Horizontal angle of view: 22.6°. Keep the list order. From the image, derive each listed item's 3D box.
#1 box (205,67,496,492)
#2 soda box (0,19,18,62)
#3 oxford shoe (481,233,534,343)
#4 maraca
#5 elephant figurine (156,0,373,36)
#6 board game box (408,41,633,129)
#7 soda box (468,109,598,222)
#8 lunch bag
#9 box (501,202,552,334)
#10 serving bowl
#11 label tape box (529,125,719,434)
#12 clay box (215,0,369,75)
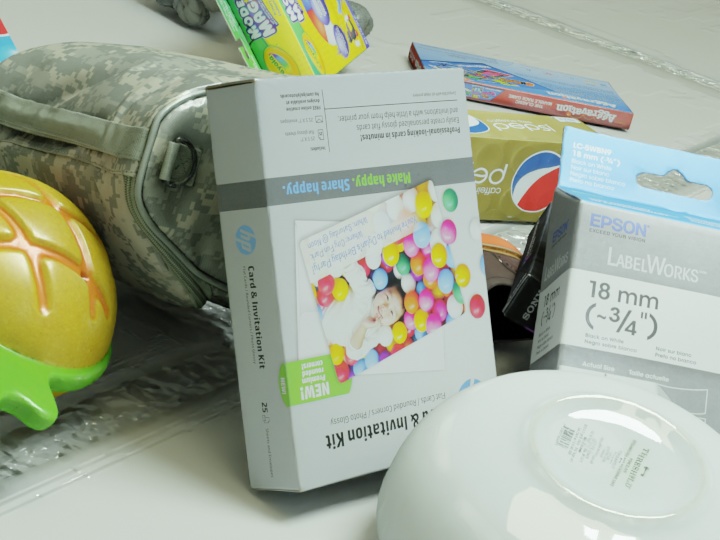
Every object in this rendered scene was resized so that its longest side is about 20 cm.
[{"bbox_3d":[0.000,0.000,0.923,0.041,0.201,0.156,-2,4,44],"label":"box"},{"bbox_3d":[-0.268,-0.143,1.135,0.064,0.068,0.200,5,44,-46],"label":"soda box"},{"bbox_3d":[0.034,0.010,1.092,0.199,0.071,0.073,1,29,-31],"label":"oxford shoe"},{"bbox_3d":[-0.183,0.014,0.879,0.137,0.107,0.200,35,16,-8],"label":"maraca"},{"bbox_3d":[-0.094,-0.298,1.692,0.200,0.156,0.141,-14,28,-42],"label":"elephant figurine"},{"bbox_3d":[0.148,-0.173,1.687,0.199,0.020,0.103,10,20,-10],"label":"board game box"},{"bbox_3d":[0.090,-0.079,1.349,0.199,0.068,0.064,2,25,-30],"label":"soda box"},{"bbox_3d":[-0.105,-0.057,0.997,0.167,0.140,0.200,22,-2,-41],"label":"lunch bag"},{"bbox_3d":[0.186,0.040,1.096,0.199,0.036,0.143,29,22,0],"label":"box"},{"bbox_3d":[0.111,0.109,0.841,0.199,0.066,0.200,10,34,-7],"label":"serving bowl"},{"bbox_3d":[0.175,0.014,1.003,0.144,0.201,0.063,11,-18,-7],"label":"label tape box"},{"bbox_3d":[-0.057,-0.212,1.524,0.047,0.115,0.200,-23,11,19],"label":"clay box"}]
